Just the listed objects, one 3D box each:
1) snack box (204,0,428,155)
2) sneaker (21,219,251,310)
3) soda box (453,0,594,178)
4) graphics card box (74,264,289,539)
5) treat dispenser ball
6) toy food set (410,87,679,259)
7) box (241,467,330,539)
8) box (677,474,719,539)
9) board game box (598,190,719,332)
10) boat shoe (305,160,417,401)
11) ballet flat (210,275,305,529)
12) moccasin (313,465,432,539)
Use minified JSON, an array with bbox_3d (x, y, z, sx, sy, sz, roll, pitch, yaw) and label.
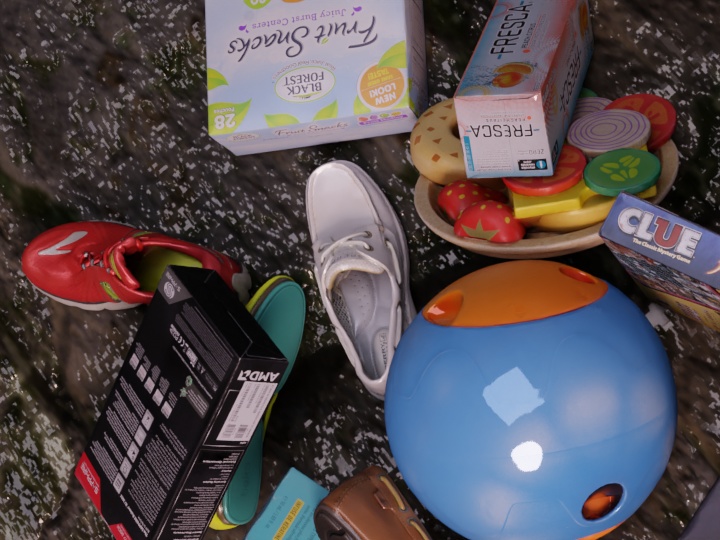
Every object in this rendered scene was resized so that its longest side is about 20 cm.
[{"bbox_3d":[-0.036,-0.203,1.401,0.168,0.068,0.200,-7,77,16],"label":"snack box"},{"bbox_3d":[-0.185,-0.008,1.397,0.200,0.085,0.077,6,78,19],"label":"sneaker"},{"bbox_3d":[0.121,-0.144,1.272,0.063,0.200,0.069,-1,122,19],"label":"soda box"},{"bbox_3d":[-0.137,0.111,1.316,0.125,0.051,0.200,47,121,43],"label":"graphics card box"},{"bbox_3d":[0.116,0.093,1.209,0.200,0.201,0.201,-4,77,18],"label":"treat dispenser ball"},{"bbox_3d":[0.134,-0.076,1.273,0.198,0.049,0.200,-10,32,6],"label":"toy food set"},{"bbox_3d":[0.008,0.231,1.232,0.200,0.049,0.082,34,53,-1],"label":"box"},{"bbox_3d":[0.317,0.132,1.135,0.117,0.197,0.200,32,90,23],"label":"box"},{"bbox_3d":[0.244,0.012,1.185,0.135,0.200,0.035,26,87,22],"label":"board game box"},{"bbox_3d":[0.000,0.000,1.340,0.071,0.069,0.200,-24,71,14],"label":"boat shoe"},{"bbox_3d":[-0.099,0.098,1.360,0.067,0.067,0.200,7,81,42],"label":"ballet flat"},{"bbox_3d":[0.055,0.218,1.189,0.078,0.074,0.201,-33,67,-26],"label":"moccasin"}]
